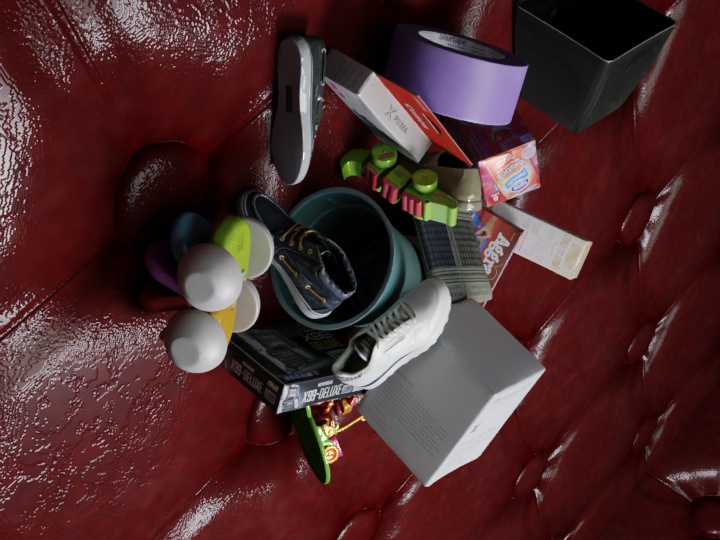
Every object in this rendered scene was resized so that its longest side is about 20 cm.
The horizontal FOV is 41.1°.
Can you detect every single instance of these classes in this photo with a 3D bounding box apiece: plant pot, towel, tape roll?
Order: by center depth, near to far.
[{"bbox_3d":[0.133,-0.281,1.367,0.198,0.199,0.086,-8,121,-47],"label":"tape roll"},{"bbox_3d":[0.000,0.000,1.430,0.203,0.199,0.195,-61,151,4],"label":"plant pot"},{"bbox_3d":[0.140,-0.036,1.531,0.199,0.034,0.196,0,74,-59],"label":"towel"},{"bbox_3d":[0.375,-0.358,1.625,0.199,0.199,0.179,-32,148,-31],"label":"plant pot"}]

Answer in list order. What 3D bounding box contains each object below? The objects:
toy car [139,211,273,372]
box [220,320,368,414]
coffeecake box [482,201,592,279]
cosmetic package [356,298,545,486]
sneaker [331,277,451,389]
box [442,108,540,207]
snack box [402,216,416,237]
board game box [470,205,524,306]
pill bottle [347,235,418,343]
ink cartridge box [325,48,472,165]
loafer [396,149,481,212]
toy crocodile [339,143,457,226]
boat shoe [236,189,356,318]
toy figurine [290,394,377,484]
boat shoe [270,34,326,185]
[{"bbox_3d":[-0.207,0.015,1.222,0.175,0.148,0.203,-52,162,-63],"label":"toy car"},{"bbox_3d":[-0.096,0.136,1.427,0.198,0.157,0.051,-5,120,-47],"label":"box"},{"bbox_3d":[0.299,-0.061,1.688,0.074,0.198,0.153,-65,165,8],"label":"coffeecake box"},{"bbox_3d":[0.134,0.179,1.448,0.166,0.166,0.202,-12,141,-52],"label":"cosmetic package"},{"bbox_3d":[0.045,0.088,1.340,0.200,0.077,0.080,-48,146,11],"label":"sneaker"},{"bbox_3d":[0.195,-0.209,1.481,0.094,0.202,0.100,-21,138,0],"label":"box"},{"bbox_3d":[0.153,-0.112,1.649,0.202,0.037,0.116,-59,145,0],"label":"snack box"},{"bbox_3d":[0.191,-0.007,1.647,0.202,0.102,0.019,-65,168,23],"label":"board game box"},{"bbox_3d":[0.063,0.051,1.579,0.112,0.113,0.203,-2,123,-49],"label":"pill bottle"},{"bbox_3d":[0.049,-0.211,1.337,0.044,0.173,0.200,-52,144,0],"label":"ink cartridge box"},{"bbox_3d":[0.125,-0.152,1.450,0.075,0.200,0.069,0,116,-33],"label":"loafer"},{"bbox_3d":[0.057,-0.122,1.397,0.062,0.198,0.068,-43,155,-31],"label":"toy crocodile"},{"bbox_3d":[-0.082,-0.037,1.288,0.071,0.202,0.091,-38,-177,-42],"label":"boat shoe"},{"bbox_3d":[-0.011,0.219,1.566,0.181,0.150,0.203,-21,116,-18],"label":"toy figurine"},{"bbox_3d":[-0.076,-0.213,1.279,0.056,0.068,0.203,-21,128,-40],"label":"boat shoe"}]
